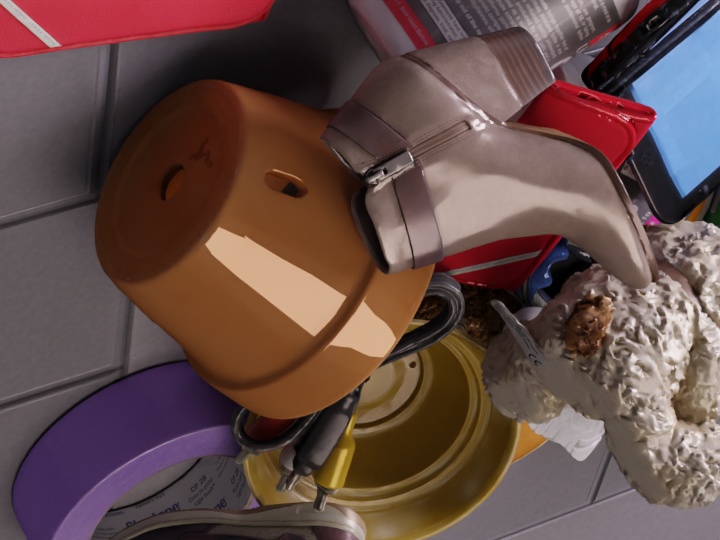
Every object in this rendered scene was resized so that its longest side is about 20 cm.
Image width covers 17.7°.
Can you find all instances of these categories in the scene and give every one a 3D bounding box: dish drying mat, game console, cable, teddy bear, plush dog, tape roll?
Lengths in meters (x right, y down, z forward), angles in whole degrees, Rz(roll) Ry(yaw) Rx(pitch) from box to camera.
[{"bbox_3d":[-0.131,-0.160,1.333,0.200,0.018,0.077,-11,140,-31],"label":"dish drying mat"},{"bbox_3d":[0.111,-0.049,1.486,0.077,0.018,0.200,15,143,-17],"label":"dish drying mat"},{"bbox_3d":[0.254,-0.149,1.487,0.200,0.119,0.172,-40,178,-20],"label":"game console"},{"bbox_3d":[-0.015,0.070,1.560,0.097,0.050,0.200,31,104,-13],"label":"cable"},{"bbox_3d":[0.104,0.032,1.748,0.200,0.067,0.145,2,131,-43],"label":"teddy bear"},{"bbox_3d":[0.193,0.030,1.519,0.172,0.200,0.161,-41,143,-30],"label":"plush dog"},{"bbox_3d":[-0.150,0.157,1.690,0.200,0.066,0.200,-24,147,-17],"label":"tape roll"}]

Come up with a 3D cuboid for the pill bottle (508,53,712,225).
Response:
[{"bbox_3d":[0.152,-0.084,1.591,0.116,0.116,0.200,-45,145,18],"label":"pill bottle"}]

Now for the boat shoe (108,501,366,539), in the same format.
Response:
[{"bbox_3d":[-0.094,0.209,1.624,0.199,0.065,0.072,-8,134,12],"label":"boat shoe"}]

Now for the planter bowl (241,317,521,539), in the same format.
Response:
[{"bbox_3d":[0.008,0.096,1.649,0.200,0.084,0.201,-6,124,-10],"label":"planter bowl"}]

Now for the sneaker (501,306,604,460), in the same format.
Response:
[{"bbox_3d":[0.127,0.075,1.694,0.076,0.080,0.200,-47,150,-9],"label":"sneaker"}]

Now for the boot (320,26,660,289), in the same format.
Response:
[{"bbox_3d":[0.071,-0.042,1.363,0.146,0.200,0.070,-33,-172,-13],"label":"boot"}]

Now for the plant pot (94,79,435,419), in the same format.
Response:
[{"bbox_3d":[-0.069,-0.026,1.424,0.140,0.200,0.200,30,113,-36],"label":"plant pot"}]

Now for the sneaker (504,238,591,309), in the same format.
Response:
[{"bbox_3d":[0.158,0.018,1.685,0.200,0.085,0.077,29,91,-49],"label":"sneaker"}]

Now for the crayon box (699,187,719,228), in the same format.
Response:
[{"bbox_3d":[0.277,-0.058,1.654,0.058,0.119,0.200,20,93,-19],"label":"crayon box"}]

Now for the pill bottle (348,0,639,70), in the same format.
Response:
[{"bbox_3d":[0.102,-0.178,1.428,0.200,0.111,0.111,-33,148,-1],"label":"pill bottle"}]

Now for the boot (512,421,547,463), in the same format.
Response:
[{"bbox_3d":[0.086,0.121,1.803,0.201,0.071,0.144,-14,170,-17],"label":"boot"}]
